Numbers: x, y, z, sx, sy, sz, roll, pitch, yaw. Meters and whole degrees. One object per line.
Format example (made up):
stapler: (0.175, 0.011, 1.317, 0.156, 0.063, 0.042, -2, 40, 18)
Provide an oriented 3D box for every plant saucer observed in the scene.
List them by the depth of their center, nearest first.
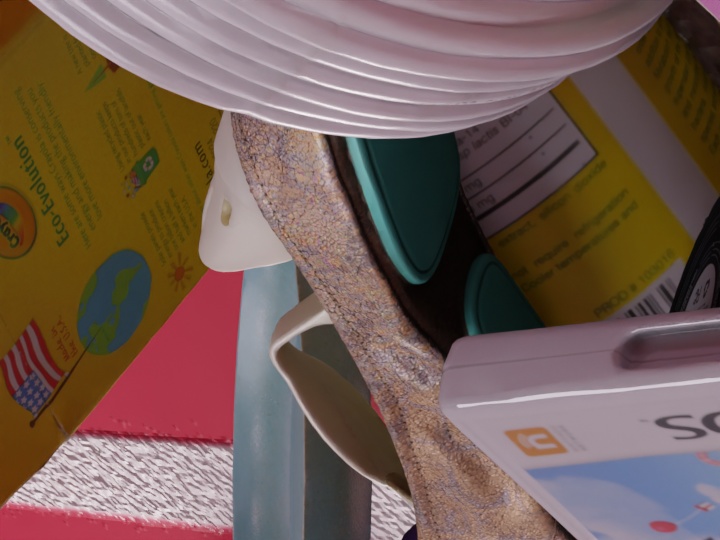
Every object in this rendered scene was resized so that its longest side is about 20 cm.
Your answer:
plant saucer: (-0.021, 0.069, 0.967, 0.027, 0.201, 0.200, 1, 153, -8)

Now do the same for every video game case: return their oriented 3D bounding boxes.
video game case: (0.143, 0.065, 0.643, 0.181, 0.022, 0.200, -8, 144, 36)

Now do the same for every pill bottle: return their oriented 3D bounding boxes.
pill bottle: (0.033, -0.046, 0.770, 0.200, 0.109, 0.109, 51, 151, -21)

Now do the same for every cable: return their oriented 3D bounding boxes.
cable: (-0.013, -0.117, 0.618, 0.200, 0.200, 0.069, 30, 130, -19)

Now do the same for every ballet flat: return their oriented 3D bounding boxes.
ballet flat: (0.000, 0.000, 0.701, 0.067, 0.068, 0.201, -13, 120, 24)

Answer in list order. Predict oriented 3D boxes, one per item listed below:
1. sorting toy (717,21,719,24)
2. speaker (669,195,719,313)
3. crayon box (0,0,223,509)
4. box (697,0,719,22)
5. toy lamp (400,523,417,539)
sorting toy: (0.161, -0.053, 0.681, 0.200, 0.037, 0.185, -4, 131, 54)
speaker: (0.175, 0.044, 0.697, 0.199, 0.081, 0.081, 17, 153, -4)
crayon box: (-0.081, -0.044, 0.812, 0.051, 0.200, 0.127, 20, 147, 32)
box: (0.114, -0.127, 0.523, 0.200, 0.097, 0.176, 42, 146, 0)
toy lamp: (0.000, 0.129, 0.852, 0.058, 0.058, 0.200, 42, 122, -7)
